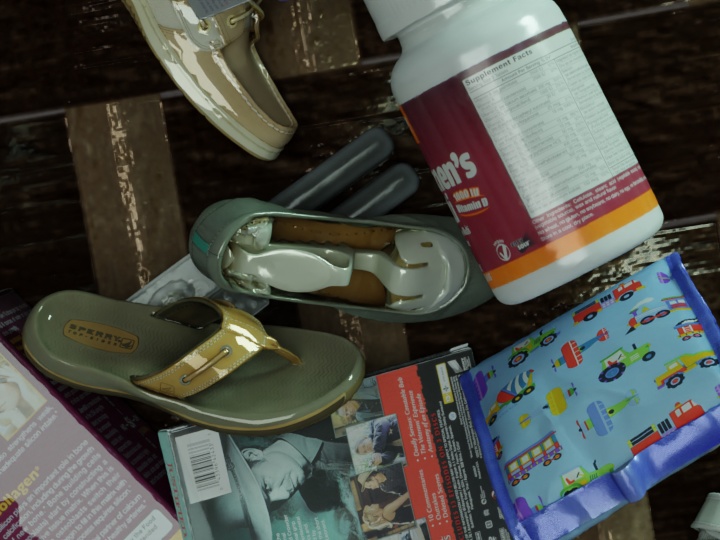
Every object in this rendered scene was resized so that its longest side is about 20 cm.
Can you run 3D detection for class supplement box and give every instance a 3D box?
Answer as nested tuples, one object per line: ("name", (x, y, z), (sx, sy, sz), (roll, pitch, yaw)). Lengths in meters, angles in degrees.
("supplement box", (-0.196, 0.128, 1.597), (0.131, 0.103, 0.200), (-44, 89, 10))

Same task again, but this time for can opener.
("can opener", (-0.056, -0.011, 1.595), (0.200, 0.067, 0.053), (-36, 89, -3))

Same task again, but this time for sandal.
("sandal", (-0.097, 0.043, 1.521), (0.200, 0.080, 0.054), (13, 138, 5))

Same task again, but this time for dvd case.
("dvd case", (-0.009, 0.138, 1.562), (0.200, 0.022, 0.146), (-15, 94, -24))

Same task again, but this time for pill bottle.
("pill bottle", (0.085, -0.090, 1.530), (0.109, 0.110, 0.200), (-27, 91, 10))

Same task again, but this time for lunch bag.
("lunch bag", (0.143, 0.084, 1.485), (0.150, 0.200, 0.094), (-31, 101, 8))

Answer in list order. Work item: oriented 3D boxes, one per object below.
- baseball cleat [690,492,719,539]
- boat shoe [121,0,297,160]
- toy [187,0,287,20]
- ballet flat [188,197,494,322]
("baseball cleat", (0.196, 0.193, 1.574), (0.200, 0.070, 0.107), (-19, 74, 10))
("boat shoe", (-0.093, -0.159, 1.568), (0.069, 0.074, 0.200), (-36, 89, 16))
("toy", (-0.011, -0.191, 1.521), (0.200, 0.115, 0.047), (-24, 128, -6))
("ballet flat", (0.000, 0.000, 1.539), (0.200, 0.064, 0.067), (6, 104, -18))
